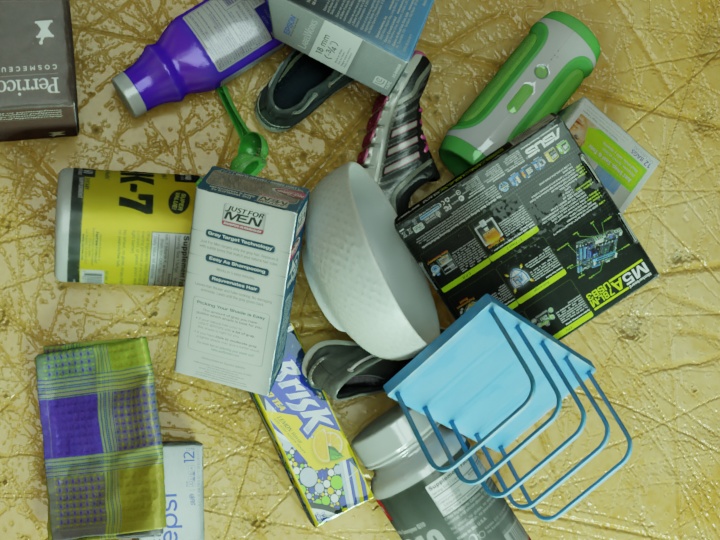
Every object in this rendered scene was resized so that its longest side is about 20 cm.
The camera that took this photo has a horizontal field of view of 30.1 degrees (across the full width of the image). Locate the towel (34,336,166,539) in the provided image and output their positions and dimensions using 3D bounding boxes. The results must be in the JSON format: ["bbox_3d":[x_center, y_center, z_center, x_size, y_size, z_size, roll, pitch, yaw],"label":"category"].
[{"bbox_3d":[-0.259,0.170,1.328,0.143,0.023,0.202,-7,84,25],"label":"towel"}]

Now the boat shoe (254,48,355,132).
[{"bbox_3d":[-0.032,-0.227,1.421,0.073,0.062,0.200,44,78,-2],"label":"boat shoe"}]

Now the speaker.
[{"bbox_3d":[0.172,-0.182,1.445,0.088,0.088,0.200,40,79,-6],"label":"speaker"}]

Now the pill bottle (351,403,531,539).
[{"bbox_3d":[0.082,0.235,1.383,0.114,0.114,0.201,-34,92,-12],"label":"pill bottle"}]

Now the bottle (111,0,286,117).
[{"bbox_3d":[-0.163,-0.230,1.394,0.199,0.065,0.084,-35,87,-12],"label":"bottle"}]

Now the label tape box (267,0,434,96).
[{"bbox_3d":[-0.027,-0.289,1.376,0.199,0.063,0.145,27,54,-5],"label":"label tape box"}]

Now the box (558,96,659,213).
[{"bbox_3d":[0.208,-0.067,1.437,0.112,0.101,0.200,39,80,-6],"label":"box"}]

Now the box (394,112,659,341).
[{"bbox_3d":[0.165,-0.023,1.344,0.199,0.048,0.194,-34,101,6],"label":"box"}]

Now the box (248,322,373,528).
[{"bbox_3d":[-0.062,0.157,1.385,0.070,0.064,0.201,-25,91,-11],"label":"box"}]

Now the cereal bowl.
[{"bbox_3d":[0.000,0.000,1.317,0.083,0.200,0.201,-24,91,14],"label":"cereal bowl"}]

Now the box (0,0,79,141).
[{"bbox_3d":[-0.364,-0.237,1.303,0.164,0.164,0.202,-6,87,-12],"label":"box"}]

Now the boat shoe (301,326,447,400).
[{"bbox_3d":[0.032,0.102,1.376,0.199,0.057,0.067,-4,126,-37],"label":"boat shoe"}]

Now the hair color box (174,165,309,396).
[{"bbox_3d":[-0.113,0.011,1.276,0.099,0.061,0.201,14,118,5],"label":"hair color box"}]

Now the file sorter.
[{"bbox_3d":[0.150,0.141,1.294,0.139,0.123,0.200,-43,136,16],"label":"file sorter"}]

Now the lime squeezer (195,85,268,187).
[{"bbox_3d":[-0.123,-0.123,1.352,0.038,0.201,0.071,-27,120,20],"label":"lime squeezer"}]

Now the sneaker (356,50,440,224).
[{"bbox_3d":[0.049,-0.131,1.427,0.087,0.074,0.201,18,87,-9],"label":"sneaker"}]

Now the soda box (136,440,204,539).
[{"bbox_3d":[-0.191,0.274,1.350,0.068,0.063,0.202,-1,86,-11],"label":"soda box"}]

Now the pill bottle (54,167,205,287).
[{"bbox_3d":[-0.204,-0.041,1.347,0.198,0.114,0.115,3,85,-12],"label":"pill bottle"}]
